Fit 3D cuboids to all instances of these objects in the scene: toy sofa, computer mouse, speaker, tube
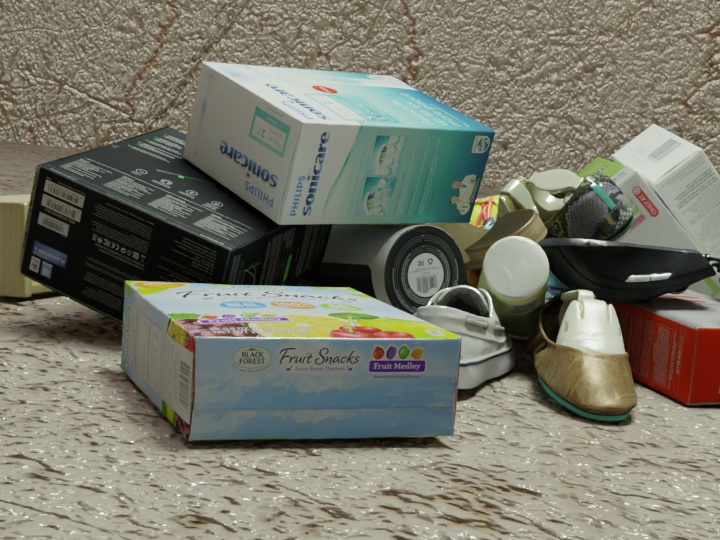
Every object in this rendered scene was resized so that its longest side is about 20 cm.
[{"bbox_3d":[-0.276,-0.026,1.278,0.097,0.083,0.200,4,6,27],"label":"toy sofa"},{"bbox_3d":[0.240,0.005,1.079,0.199,0.046,0.140,5,-2,-17],"label":"computer mouse"},{"bbox_3d":[0.000,0.000,1.197,0.081,0.082,0.200,1,2,-32],"label":"speaker"},{"bbox_3d":[0.121,0.024,1.158,0.052,0.058,0.200,-36,-16,-7],"label":"tube"}]

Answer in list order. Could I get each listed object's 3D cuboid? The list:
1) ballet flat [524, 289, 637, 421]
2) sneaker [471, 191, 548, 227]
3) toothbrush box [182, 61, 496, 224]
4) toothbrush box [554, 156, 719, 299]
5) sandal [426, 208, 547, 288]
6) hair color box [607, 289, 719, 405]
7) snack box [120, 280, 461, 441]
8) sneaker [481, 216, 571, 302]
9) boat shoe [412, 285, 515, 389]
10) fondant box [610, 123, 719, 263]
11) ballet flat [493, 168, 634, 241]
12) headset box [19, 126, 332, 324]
[{"bbox_3d":[0.161,0.052,1.036,0.067,0.073,0.200,9,8,-1],"label":"ballet flat"},{"bbox_3d":[0.102,-0.039,1.400,0.090,0.078,0.200,33,-39,-26],"label":"sneaker"},{"bbox_3d":[-0.018,-0.101,1.130,0.199,0.086,0.146,-3,26,-38],"label":"toothbrush box"},{"bbox_3d":[0.253,-0.021,1.337,0.146,0.086,0.200,50,6,-5],"label":"toothbrush box"},{"bbox_3d":[0.095,0.000,1.221,0.078,0.070,0.211,-41,16,-27],"label":"sandal"},{"bbox_3d":[0.257,0.056,1.126,0.101,0.062,0.200,2,9,-16],"label":"hair color box"},{"bbox_3d":[-0.053,0.053,0.903,0.168,0.068,0.200,2,7,-22],"label":"snack box"},{"bbox_3d":[0.131,0.000,1.317,0.199,0.096,0.079,5,8,0],"label":"sneaker"},{"bbox_3d":[0.079,0.044,1.059,0.073,0.066,0.200,6,6,9],"label":"boat shoe"},{"bbox_3d":[0.335,-0.037,1.363,0.058,0.200,0.144,-36,16,4],"label":"fondant box"},{"bbox_3d":[0.156,-0.052,1.204,0.072,0.073,0.200,2,-6,-24],"label":"ballet flat"},{"bbox_3d":[-0.135,-0.031,1.118,0.173,0.093,0.200,23,23,17],"label":"headset box"}]
